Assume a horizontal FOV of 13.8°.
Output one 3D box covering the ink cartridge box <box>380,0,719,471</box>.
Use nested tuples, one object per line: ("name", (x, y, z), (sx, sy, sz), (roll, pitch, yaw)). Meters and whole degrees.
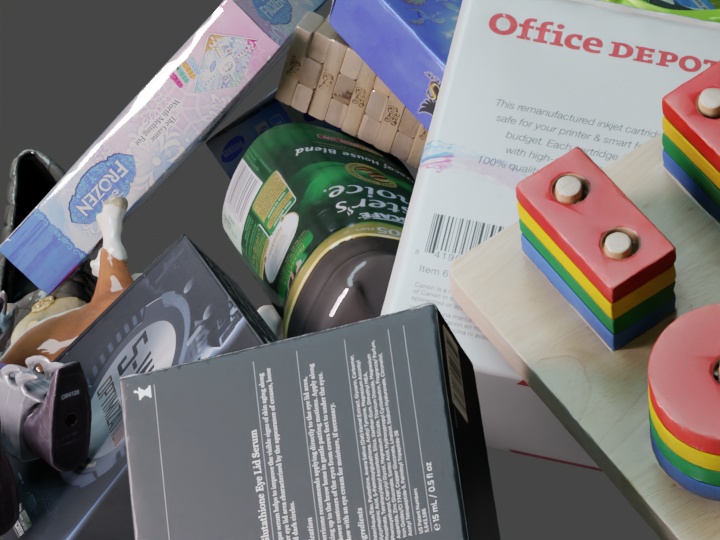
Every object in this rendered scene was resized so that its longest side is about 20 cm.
("ink cartridge box", (0.098, -0.019, 1.374), (0.145, 0.083, 0.201), (12, 63, 7))

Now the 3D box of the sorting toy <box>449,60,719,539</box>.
("sorting toy", (0.171, 0.003, 1.258), (0.200, 0.070, 0.199), (-31, 57, -15))

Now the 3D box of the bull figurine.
("bull figurine", (-0.141, 0.040, 1.549), (0.199, 0.065, 0.122), (-25, 56, 3))

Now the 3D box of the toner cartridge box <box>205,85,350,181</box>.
("toner cartridge box", (0.007, -0.123, 1.762), (0.200, 0.043, 0.095), (-39, 7, -33))

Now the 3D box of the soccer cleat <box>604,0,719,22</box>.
("soccer cleat", (0.145, -0.106, 1.473), (0.199, 0.081, 0.068), (14, 60, 24))

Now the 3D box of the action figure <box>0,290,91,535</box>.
("action figure", (-0.211, 0.055, 1.454), (0.130, 0.070, 0.200), (-30, 35, -29))

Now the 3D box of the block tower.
("block tower", (0.058, -0.081, 1.569), (0.199, 0.054, 0.058), (26, 41, 9))

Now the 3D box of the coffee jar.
("coffee jar", (0.000, 0.000, 1.514), (0.104, 0.086, 0.200), (18, 18, -23))

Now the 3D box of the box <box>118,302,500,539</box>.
("box", (-0.014, 0.131, 1.208), (0.141, 0.079, 0.201), (-12, 65, 10))

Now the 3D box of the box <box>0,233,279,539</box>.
("box", (-0.097, 0.090, 1.408), (0.160, 0.044, 0.200), (-44, 33, 4))

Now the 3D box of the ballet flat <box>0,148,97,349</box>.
("ballet flat", (-0.186, -0.005, 1.698), (0.066, 0.057, 0.200), (-21, 27, 0))

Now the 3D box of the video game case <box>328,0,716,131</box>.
("video game case", (0.113, -0.104, 1.537), (0.181, 0.046, 0.200), (-20, 55, -34))

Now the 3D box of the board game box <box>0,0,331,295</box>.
("board game box", (-0.097, -0.093, 1.660), (0.199, 0.043, 0.200), (-46, 3, 22))
